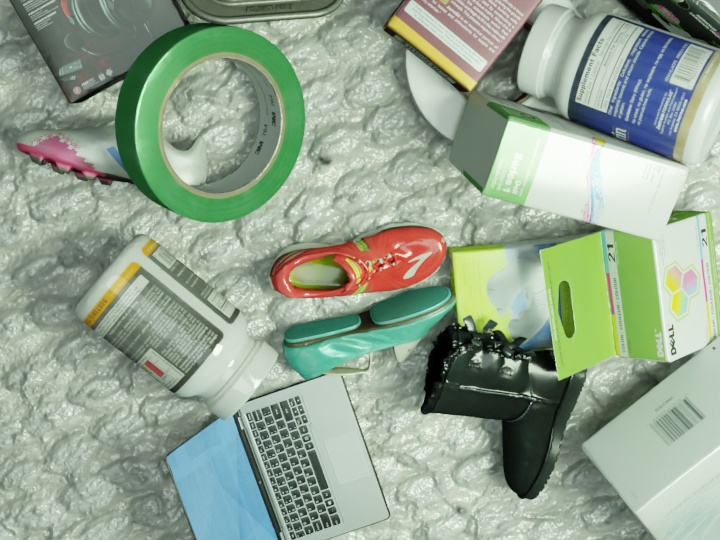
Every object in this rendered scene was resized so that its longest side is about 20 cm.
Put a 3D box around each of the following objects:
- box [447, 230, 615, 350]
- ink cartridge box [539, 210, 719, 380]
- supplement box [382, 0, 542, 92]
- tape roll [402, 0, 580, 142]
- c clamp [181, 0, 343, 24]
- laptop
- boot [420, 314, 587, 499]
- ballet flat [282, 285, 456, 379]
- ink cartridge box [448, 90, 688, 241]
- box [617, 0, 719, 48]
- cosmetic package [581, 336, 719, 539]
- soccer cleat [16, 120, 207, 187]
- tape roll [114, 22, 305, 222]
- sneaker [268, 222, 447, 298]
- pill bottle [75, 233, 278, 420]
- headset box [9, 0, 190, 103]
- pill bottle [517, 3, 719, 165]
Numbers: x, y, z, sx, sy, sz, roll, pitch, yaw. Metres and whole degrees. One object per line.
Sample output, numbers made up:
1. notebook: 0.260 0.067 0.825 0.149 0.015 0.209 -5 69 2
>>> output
1. box: 0.203 0.025 1.289 0.200 0.048 0.122 -6 100 -2
2. ink cartridge box: 0.292 0.027 1.230 0.200 0.076 0.148 -16 102 -38
3. supplement box: 0.127 -0.294 1.177 0.110 0.086 0.200 38 95 -8
4. tape roll: 0.147 -0.228 1.250 0.202 0.037 0.203 -1 99 -4
5. c clamp: -0.118 -0.320 1.191 0.200 0.027 0.171 -3 57 -14
6. laptop: -0.085 0.239 1.272 0.200 0.116 0.187 -19 100 0
7. boot: 0.145 0.153 1.271 0.162 0.073 0.198 11 112 -14
8. ballet flat: 0.014 0.074 1.282 0.200 0.067 0.070 -16 115 2
9. ink cartridge box: 0.209 -0.109 1.184 0.200 0.145 0.084 14 106 -14
10. box: 0.369 -0.304 1.168 0.124 0.200 0.149 38 95 -8
11. cosmetic package: 0.387 0.219 1.260 0.199 0.123 0.200 -39 125 3
12. soccer cleat: -0.260 -0.132 1.233 0.200 0.070 0.086 15 87 -10
13. tape roll: -0.151 -0.151 1.189 0.200 0.048 0.201 -12 111 -35
14. sneaker: 0.000 0.000 1.254 0.200 0.085 0.077 -13 100 -1
15. pill bottle: -0.194 0.063 1.236 0.200 0.116 0.116 40 95 -8
16. headset box: -0.283 -0.295 1.194 0.149 0.075 0.200 -28 100 1
17. pill bottle: 0.266 -0.192 1.157 0.200 0.116 0.116 25 98 20
